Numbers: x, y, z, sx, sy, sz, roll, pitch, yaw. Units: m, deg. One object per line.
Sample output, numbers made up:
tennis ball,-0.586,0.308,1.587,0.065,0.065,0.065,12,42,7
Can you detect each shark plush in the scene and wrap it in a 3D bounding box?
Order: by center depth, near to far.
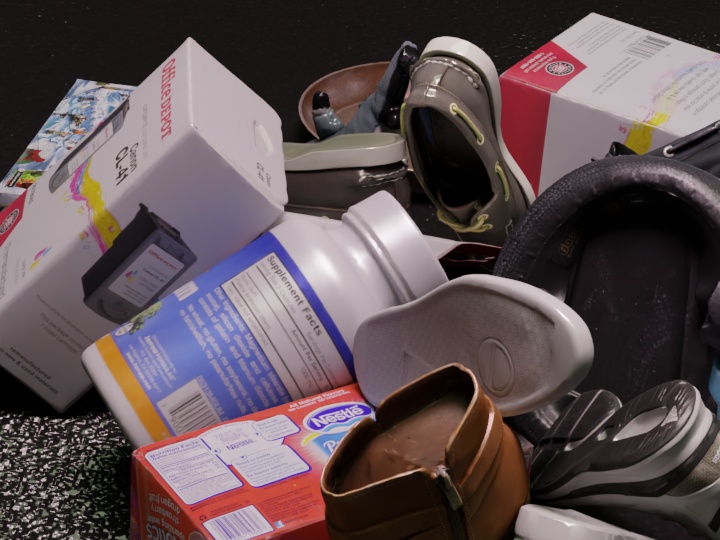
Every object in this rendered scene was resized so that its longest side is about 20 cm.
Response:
shark plush,-0.018,-0.086,1.328,0.091,0.200,0.083,-28,74,-28

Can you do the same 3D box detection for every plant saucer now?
plant saucer,0.049,-0.111,1.513,0.199,0.035,0.201,4,29,-2

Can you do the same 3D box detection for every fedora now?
fedora,0.173,0.032,1.169,0.200,0.201,0.092,18,5,22

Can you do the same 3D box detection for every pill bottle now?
pill bottle,-0.049,0.041,1.090,0.200,0.112,0.112,-33,39,-7

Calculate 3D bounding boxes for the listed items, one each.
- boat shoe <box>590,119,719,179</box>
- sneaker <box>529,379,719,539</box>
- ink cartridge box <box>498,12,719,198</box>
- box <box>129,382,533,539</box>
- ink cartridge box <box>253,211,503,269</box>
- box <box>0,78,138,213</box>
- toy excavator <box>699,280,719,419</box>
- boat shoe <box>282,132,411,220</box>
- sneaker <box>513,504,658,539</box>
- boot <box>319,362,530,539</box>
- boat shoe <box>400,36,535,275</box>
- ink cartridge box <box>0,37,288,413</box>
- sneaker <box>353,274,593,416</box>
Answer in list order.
boat shoe,0.183,-0.056,1.239,0.199,0.066,0.074,-21,-20,37
sneaker,0.165,0.126,1.045,0.115,0.200,0.076,41,73,-9
ink cartridge box,0.211,-0.072,1.355,0.199,0.145,0.145,22,34,27
box,-0.016,0.133,1.023,0.199,0.096,0.100,-15,36,-31
ink cartridge box,0.000,0.000,1.248,0.199,0.050,0.161,11,-6,-23
box,-0.176,-0.079,1.421,0.136,0.040,0.200,8,30,8
toy excavator,0.250,0.072,1.056,0.100,0.201,0.194,25,36,23
boat shoe,-0.058,-0.055,1.289,0.200,0.061,0.072,0,16,31
sneaker,0.115,0.188,0.979,0.073,0.119,0.200,14,-4,30
boot,0.003,0.143,0.901,0.074,0.155,0.200,29,69,28
boat shoe,0.071,-0.064,1.292,0.072,0.202,0.060,10,51,27
ink cartridge box,-0.146,-0.031,1.187,0.086,0.200,0.148,40,18,-24
sneaker,0.083,0.034,0.979,0.099,0.071,0.200,-9,-1,-28
